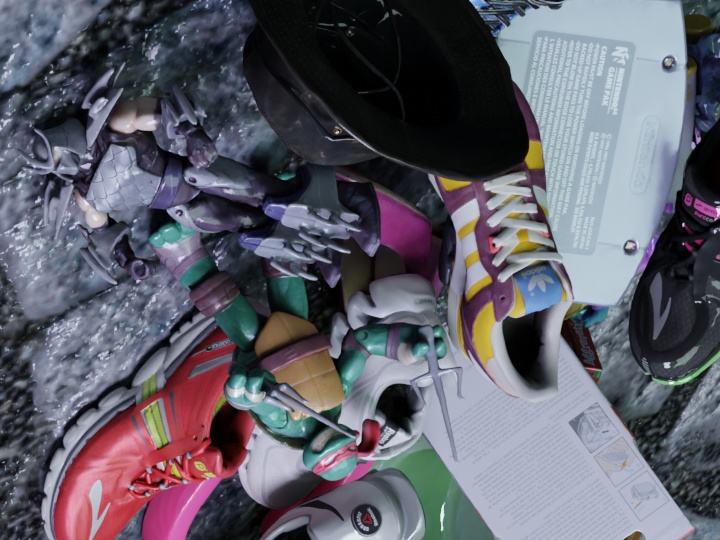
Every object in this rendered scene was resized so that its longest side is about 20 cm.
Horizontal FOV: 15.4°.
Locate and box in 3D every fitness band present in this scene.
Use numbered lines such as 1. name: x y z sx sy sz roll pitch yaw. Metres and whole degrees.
1. fitness band: -0.060 0.132 1.753 0.200 0.037 0.143 -53 145 10

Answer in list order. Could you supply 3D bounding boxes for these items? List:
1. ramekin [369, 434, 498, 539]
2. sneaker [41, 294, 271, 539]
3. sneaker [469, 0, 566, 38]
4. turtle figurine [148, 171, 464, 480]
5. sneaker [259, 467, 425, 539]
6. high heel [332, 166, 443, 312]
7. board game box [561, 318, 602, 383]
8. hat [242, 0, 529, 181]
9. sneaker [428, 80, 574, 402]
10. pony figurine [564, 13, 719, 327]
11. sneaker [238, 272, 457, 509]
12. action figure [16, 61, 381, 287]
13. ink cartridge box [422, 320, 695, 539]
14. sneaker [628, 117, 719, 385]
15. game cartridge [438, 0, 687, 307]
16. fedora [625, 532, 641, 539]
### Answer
1. ramekin: 0.075 0.197 1.811 0.097 0.200 0.201 -8 132 -35
2. sneaker: -0.114 0.105 1.624 0.200 0.085 0.077 -49 145 6
3. sneaker: 0.082 -0.174 1.532 0.078 0.089 0.200 5 125 -48
4. turtle figurine: -0.037 0.049 1.549 0.149 0.200 0.101 -22 169 -44
5. sneaker: -0.040 0.185 1.695 0.088 0.074 0.200 -21 164 -31
6. high heel: 0.000 0.000 1.647 0.096 0.067 0.200 -59 159 -5
7. board game box: 0.119 0.114 1.867 0.019 0.103 0.201 9 124 -15
8. hat: -0.005 -0.102 1.450 0.200 0.201 0.081 3 140 -48
9. sneaker: 0.090 -0.020 1.565 0.075 0.090 0.201 -19 120 -17
10. pony figurine: 0.194 -0.061 1.735 0.192 0.167 0.201 -12 126 -19
11. sneaker: -0.009 0.092 1.654 0.075 0.081 0.200 -3 142 -42
12. action figure: -0.092 -0.045 1.463 0.199 0.070 0.130 14 140 -20
13. ink cartridge box: 0.113 0.115 1.689 0.109 0.200 0.050 -35 164 0
14. sneaker: 0.211 -0.028 1.632 0.084 0.077 0.201 18 95 -60
15. game cartridge: 0.129 -0.080 1.632 0.133 0.040 0.201 8 106 -10
16. fedora: 0.130 0.212 1.981 0.200 0.082 0.201 -40 155 -23
